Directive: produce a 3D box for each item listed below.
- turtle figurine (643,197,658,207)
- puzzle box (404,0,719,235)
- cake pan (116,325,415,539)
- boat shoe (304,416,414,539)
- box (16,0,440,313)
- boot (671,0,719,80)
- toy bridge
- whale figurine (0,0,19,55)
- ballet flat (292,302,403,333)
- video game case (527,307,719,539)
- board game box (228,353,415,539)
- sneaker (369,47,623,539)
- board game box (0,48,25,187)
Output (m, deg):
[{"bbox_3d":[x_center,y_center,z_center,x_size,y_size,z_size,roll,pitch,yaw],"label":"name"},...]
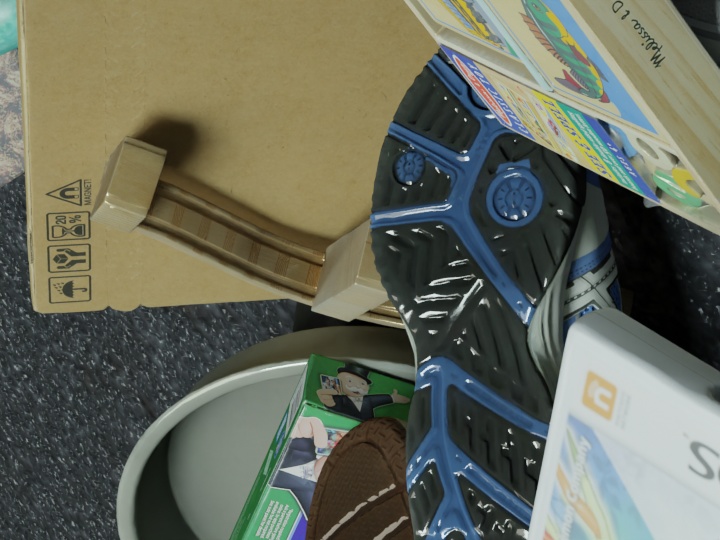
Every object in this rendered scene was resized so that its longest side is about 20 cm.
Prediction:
[{"bbox_3d":[0.143,0.027,0.752,0.200,0.144,0.194,39,149,14],"label":"turtle figurine"},{"bbox_3d":[0.034,-0.093,0.741,0.200,0.025,0.133,48,171,-36],"label":"puzzle box"},{"bbox_3d":[0.004,0.096,1.030,0.199,0.037,0.201,4,133,5],"label":"cake pan"},{"bbox_3d":[0.033,0.151,0.898,0.075,0.075,0.203,-28,61,39],"label":"boat shoe"},{"bbox_3d":[-0.038,-0.056,0.924,0.200,0.163,0.021,96,167,-51],"label":"box"},{"bbox_3d":[0.088,-0.119,0.738,0.200,0.074,0.096,24,147,41],"label":"boot"},{"bbox_3d":[0.000,0.000,0.935,0.199,0.027,0.067,17,165,-13],"label":"toy bridge"},{"bbox_3d":[-0.093,-0.157,0.866,0.104,0.159,0.201,37,129,42],"label":"whale figurine"},{"bbox_3d":[0.000,0.089,1.092,0.068,0.068,0.201,22,139,49],"label":"ballet flat"},{"bbox_3d":[0.114,0.136,0.730,0.182,0.022,0.201,32,128,34],"label":"video game case"},{"bbox_3d":[0.013,0.126,1.011,0.134,0.029,0.200,17,132,-8],"label":"board game box"},{"bbox_3d":[0.051,0.013,0.881,0.075,0.077,0.201,-1,83,26],"label":"sneaker"},{"bbox_3d":[-0.201,-0.100,1.062,0.160,0.097,0.200,57,177,-10],"label":"board game box"}]
